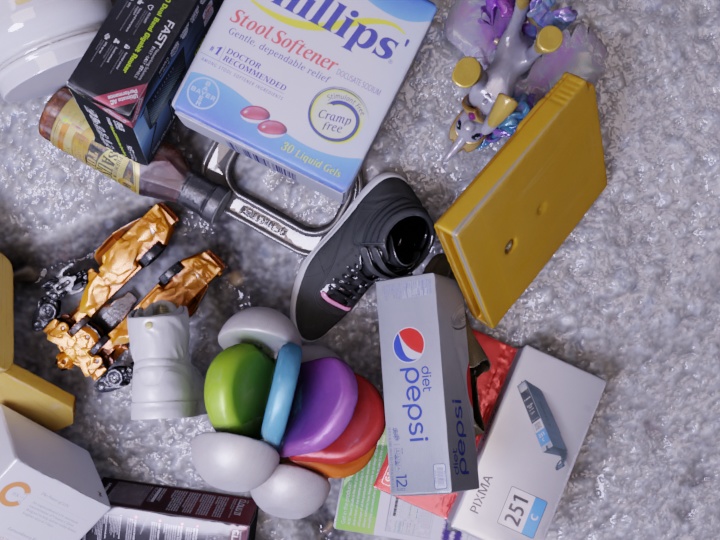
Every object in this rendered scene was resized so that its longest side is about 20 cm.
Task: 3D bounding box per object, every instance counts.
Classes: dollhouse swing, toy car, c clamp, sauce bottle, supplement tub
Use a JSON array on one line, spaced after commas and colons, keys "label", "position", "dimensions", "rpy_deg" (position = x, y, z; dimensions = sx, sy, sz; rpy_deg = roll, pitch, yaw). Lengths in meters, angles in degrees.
[{"label": "dollhouse swing", "position": [-0.412, 0.080, 0.960], "dimensions": [0.200, 0.176, 0.182], "rpy_deg": [-25, 60, 26]}, {"label": "toy car", "position": [-0.056, 0.136, 0.881], "dimensions": [0.150, 0.200, 0.175], "rpy_deg": [-10, 55, 34]}, {"label": "c clamp", "position": [-0.077, -0.115, 0.948], "dimensions": [0.200, 0.027, 0.171], "rpy_deg": [35, 99, -4]}, {"label": "sauce bottle", "position": [-0.227, -0.114, 0.932], "dimensions": [0.200, 0.066, 0.066], "rpy_deg": [29, 99, 2]}, {"label": "supplement tub", "position": [-0.327, -0.278, 0.875], "dimensions": [0.145, 0.145, 0.200], "rpy_deg": [-23, 97, 5]}]

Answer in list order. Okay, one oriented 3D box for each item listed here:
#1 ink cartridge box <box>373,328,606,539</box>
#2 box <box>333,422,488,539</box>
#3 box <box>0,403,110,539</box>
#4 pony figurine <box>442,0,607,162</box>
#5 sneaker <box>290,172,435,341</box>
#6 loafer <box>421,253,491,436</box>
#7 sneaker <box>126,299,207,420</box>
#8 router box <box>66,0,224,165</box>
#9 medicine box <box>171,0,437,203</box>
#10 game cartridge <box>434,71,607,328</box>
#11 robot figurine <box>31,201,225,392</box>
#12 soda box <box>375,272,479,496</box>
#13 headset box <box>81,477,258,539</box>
[{"label": "ink cartridge box", "position": [0.132, 0.169, 0.940], "dimensions": [0.176, 0.045, 0.200], "rpy_deg": [24, 81, 2]}, {"label": "box", "position": [0.079, 0.223, 0.989], "dimensions": [0.200, 0.036, 0.145], "rpy_deg": [10, 98, 0]}, {"label": "box", "position": [-0.373, 0.255, 0.913], "dimensions": [0.200, 0.097, 0.124], "rpy_deg": [-46, 131, 0]}, {"label": "pony figurine", "position": [0.141, -0.200, 0.863], "dimensions": [0.166, 0.200, 0.193], "rpy_deg": [33, 83, 4]}, {"label": "sneaker", "position": [0.000, 0.000, 0.919], "dimensions": [0.071, 0.099, 0.200], "rpy_deg": [30, 99, -30]}, {"label": "loafer", "position": [0.097, 0.081, 0.925], "dimensions": [0.067, 0.076, 0.200], "rpy_deg": [-3, 80, 22]}, {"label": "sneaker", "position": [-0.183, 0.087, 0.910], "dimensions": [0.074, 0.200, 0.116], "rpy_deg": [-4, 83, -3]}, {"label": "router box", "position": [-0.184, -0.211, 0.847], "dimensions": [0.062, 0.150, 0.200], "rpy_deg": [28, 79, -2]}, {"label": "medicine box", "position": [-0.052, -0.195, 0.882], "dimensions": [0.182, 0.103, 0.200], "rpy_deg": [26, 88, -2]}, {"label": "game cartridge", "position": [0.158, -0.064, 0.856], "dimensions": [0.032, 0.176, 0.200], "rpy_deg": [31, 73, 32]}, {"label": "robot figurine", "position": [-0.245, 0.032, 0.962], "dimensions": [0.200, 0.058, 0.145], "rpy_deg": [-43, 94, 7]}, {"label": "soda box", "position": [0.063, 0.107, 0.855], "dimensions": [0.063, 0.068, 0.200], "rpy_deg": [-10, 76, 28]}, {"label": "headset box", "position": [-0.200, 0.320, 0.994], "dimensions": [0.200, 0.077, 0.149], "rpy_deg": [7, 99, 0]}]
